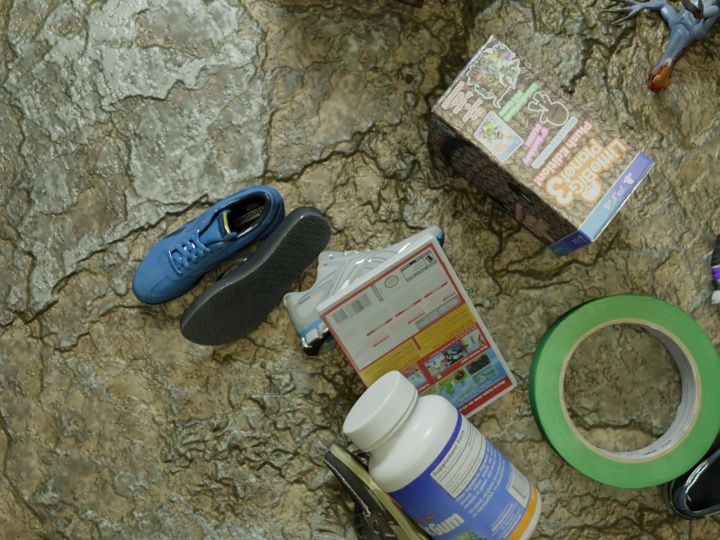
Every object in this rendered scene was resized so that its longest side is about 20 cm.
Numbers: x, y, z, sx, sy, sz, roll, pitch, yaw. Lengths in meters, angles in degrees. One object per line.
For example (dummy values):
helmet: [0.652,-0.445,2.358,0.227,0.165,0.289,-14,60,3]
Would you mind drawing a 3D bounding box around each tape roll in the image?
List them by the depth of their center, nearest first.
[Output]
tape roll: [0.282,0.127,0.864,0.197,0.048,0.203,0,85,2]

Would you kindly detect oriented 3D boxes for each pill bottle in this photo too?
pill bottle: [0.079,0.199,0.816,0.200,0.112,0.112,44,88,-8]

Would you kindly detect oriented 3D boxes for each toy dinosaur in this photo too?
toy dinosaur: [0.379,-0.279,0.878,0.197,0.105,0.184,9,106,-9]

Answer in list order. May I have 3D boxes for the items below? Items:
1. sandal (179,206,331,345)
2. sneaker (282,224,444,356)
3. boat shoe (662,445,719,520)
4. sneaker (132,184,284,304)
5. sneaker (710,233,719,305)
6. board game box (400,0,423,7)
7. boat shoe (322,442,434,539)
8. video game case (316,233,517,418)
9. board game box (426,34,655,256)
sandal: [-0.115,0.008,0.892,0.200,0.076,0.043,-41,43,-3]
sneaker: [0.000,0.000,0.880,0.199,0.075,0.087,-35,70,-6]
boat shoe: [0.411,0.197,0.845,0.198,0.062,0.076,-26,83,0]
sneaker: [-0.173,-0.032,0.886,0.199,0.078,0.066,-32,86,1]
sneaker: [0.472,-0.018,0.856,0.197,0.070,0.101,-4,83,2]
board game box: [0.007,-0.437,0.846,0.198,0.200,0.202,19,86,3]
boat shoe: [0.024,0.273,0.853,0.066,0.072,0.201,-43,89,-6]
video game case: [0.063,0.081,0.853,0.142,0.017,0.201,-32,109,-1]
board game box: [0.175,-0.120,0.834,0.199,0.159,0.097,40,89,6]
